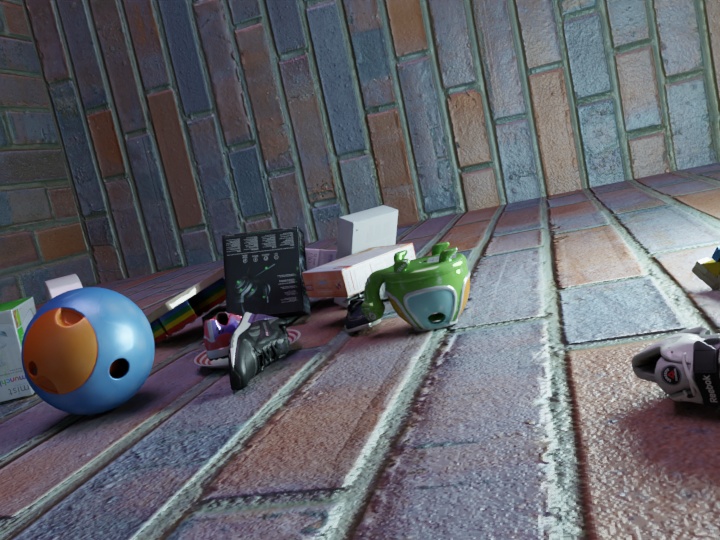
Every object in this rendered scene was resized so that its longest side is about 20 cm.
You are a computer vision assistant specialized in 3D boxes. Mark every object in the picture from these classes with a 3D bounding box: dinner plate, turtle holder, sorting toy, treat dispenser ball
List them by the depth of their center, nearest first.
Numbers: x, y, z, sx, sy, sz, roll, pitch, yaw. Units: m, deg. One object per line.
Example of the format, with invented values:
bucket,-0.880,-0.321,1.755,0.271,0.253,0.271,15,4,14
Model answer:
treat dispenser ball,-0.433,0.128,1.109,0.199,0.203,0.201,-12,8,2
turtle holder,0.100,0.035,1.189,0.184,0.133,0.141,-16,9,-19
dinner plate,-0.205,0.148,1.271,0.198,0.025,0.200,-13,7,2
sorting toy,-0.397,0.084,1.609,0.198,0.070,0.200,-27,7,48

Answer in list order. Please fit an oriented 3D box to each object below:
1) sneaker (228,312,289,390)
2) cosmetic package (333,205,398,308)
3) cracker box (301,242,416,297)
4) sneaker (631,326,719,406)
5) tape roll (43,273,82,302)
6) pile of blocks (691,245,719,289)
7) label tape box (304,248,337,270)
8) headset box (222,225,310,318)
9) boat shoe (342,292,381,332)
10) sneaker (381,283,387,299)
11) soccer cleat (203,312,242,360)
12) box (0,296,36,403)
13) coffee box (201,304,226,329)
sneaker,-0.161,0.124,1.132,0.087,0.076,0.200,2,24,1
cosmetic package,0.012,-0.032,1.549,0.051,0.202,0.150,21,27,35
cracker box,0.000,0.000,1.400,0.199,0.058,0.133,-20,11,-38
sneaker,0.325,0.097,0.636,0.088,0.075,0.200,-14,-2,-10
tape roll,-0.663,0.114,1.591,0.070,0.204,0.202,-17,9,-29
pile of blocks,0.569,-0.014,0.984,0.062,0.083,0.200,-15,8,-19
label tape box,-0.088,0.008,1.645,0.198,0.067,0.144,5,-25,7
headset box,-0.205,0.018,1.529,0.172,0.202,0.093,-7,-10,5
boat shoe,0.007,0.071,1.338,0.074,0.062,0.200,-11,8,12
sneaker,0.102,0.019,1.511,0.198,0.078,0.086,-14,11,-11
soccer cleat,-0.238,0.104,1.278,0.068,0.074,0.200,-11,8,9
box,-0.720,0.161,1.422,0.096,0.178,0.200,-13,7,-13
coffee box,-0.260,0.097,1.638,0.198,0.044,0.123,-11,8,9
